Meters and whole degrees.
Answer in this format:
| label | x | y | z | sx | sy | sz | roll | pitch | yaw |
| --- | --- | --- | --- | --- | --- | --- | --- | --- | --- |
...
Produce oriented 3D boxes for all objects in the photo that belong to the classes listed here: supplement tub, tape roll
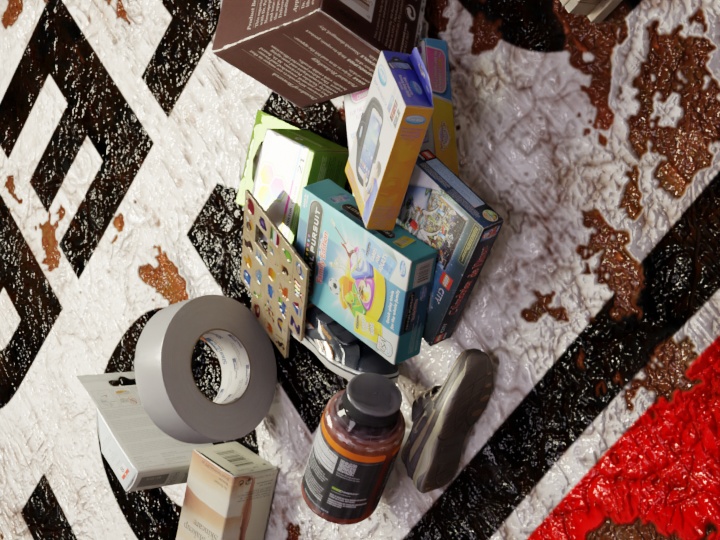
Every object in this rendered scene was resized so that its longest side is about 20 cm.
| label | x | y | z | sx | sy | sz | roll | pitch | yaw |
| --- | --- | --- | --- | --- | --- | --- | --- | --- | --- |
| supplement tub | -0.005 | 0.220 | 1.694 | 0.107 | 0.107 | 0.200 | 50 | 139 | 31 |
| tape roll | -0.211 | 0.136 | 1.859 | 0.066 | 0.200 | 0.201 | -16 | 81 | 44 |

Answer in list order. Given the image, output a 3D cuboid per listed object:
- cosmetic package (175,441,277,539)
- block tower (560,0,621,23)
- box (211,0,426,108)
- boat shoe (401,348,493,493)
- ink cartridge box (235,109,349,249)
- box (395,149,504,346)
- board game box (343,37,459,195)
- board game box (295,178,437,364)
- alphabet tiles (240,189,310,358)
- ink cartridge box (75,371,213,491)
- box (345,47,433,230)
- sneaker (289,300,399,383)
| label | x | y | z | sx | sy | sz | roll | pitch | yaw |
| --- | --- | --- | --- | --- | --- | --- | --- | --- | --- |
| cosmetic package | -0.197 | 0.359 | 1.936 | 0.103 | 0.087 | 0.200 | 23 | 108 | 41 |
| block tower | 0.220 | -0.370 | 1.505 | 0.054 | 0.058 | 0.200 | -45 | 63 | 37 |
| box | -0.047 | -0.324 | 1.664 | 0.200 | 0.164 | 0.166 | -10 | 62 | 44 |
| boat shoe | 0.095 | 0.175 | 1.645 | 0.073 | 0.074 | 0.200 | 39 | 117 | 36 |
| ink cartridge box | -0.117 | -0.123 | 1.840 | 0.200 | 0.076 | 0.148 | 28 | 111 | 39 |
| box | 0.083 | -0.025 | 1.630 | 0.137 | 0.038 | 0.200 | 45 | 136 | 26 |
| board game box | 0.049 | -0.176 | 1.696 | 0.153 | 0.040 | 0.200 | -7 | 87 | 45 |
| board game box | 0.000 | 0.000 | 1.670 | 0.200 | 0.047 | 0.151 | 35 | 130 | 36 |
| alphabet tiles | -0.116 | 0.017 | 1.795 | 0.167 | 0.008 | 0.200 | 51 | 149 | 35 |
| ink cartridge box | -0.319 | 0.233 | 2.000 | 0.200 | 0.162 | 0.050 | 47 | 121 | 33 |
| box | 0.034 | -0.161 | 1.587 | 0.119 | 0.041 | 0.200 | -109 | 27 | -47 |
| sneaker | -0.022 | 0.079 | 1.753 | 0.200 | 0.078 | 0.080 | 32 | 119 | 41 |
